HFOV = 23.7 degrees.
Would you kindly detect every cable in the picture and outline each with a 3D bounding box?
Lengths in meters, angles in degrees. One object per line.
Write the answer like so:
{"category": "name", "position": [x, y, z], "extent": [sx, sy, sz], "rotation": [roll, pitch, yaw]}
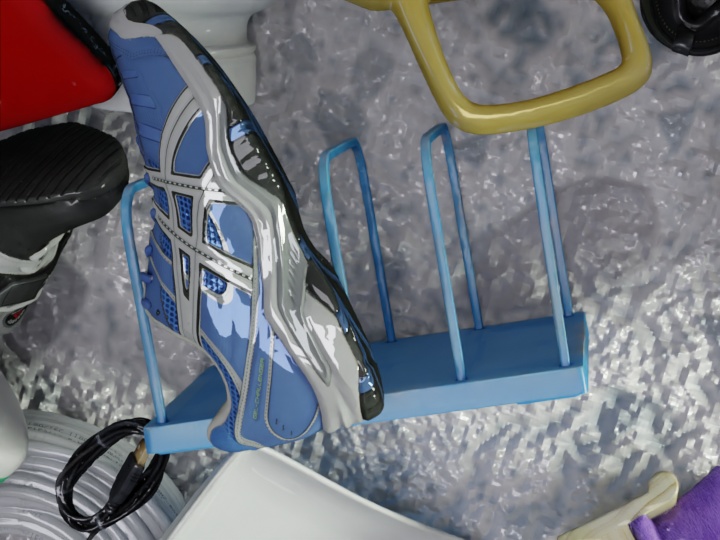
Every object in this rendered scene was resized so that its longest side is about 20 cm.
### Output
{"category": "cable", "position": [-0.176, 0.173, 0.904], "extent": [0.199, 0.069, 0.201], "rotation": [3, 102, 6]}

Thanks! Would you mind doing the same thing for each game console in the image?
{"category": "game console", "position": [-0.198, -0.163, 0.809], "extent": [0.199, 0.119, 0.172], "rotation": [-7, 135, 47]}

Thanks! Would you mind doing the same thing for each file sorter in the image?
{"category": "file sorter", "position": [0.000, 0.000, 0.812], "extent": [0.199, 0.139, 0.123], "rotation": [-9, 97, 9]}

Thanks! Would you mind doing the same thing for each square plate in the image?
{"category": "square plate", "position": [-0.054, 0.183, 0.857], "extent": [0.200, 0.028, 0.198], "rotation": [31, 102, -42]}

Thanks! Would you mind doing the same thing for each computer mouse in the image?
{"category": "computer mouse", "position": [-0.142, 0.158, 0.832], "extent": [0.058, 0.034, 0.201], "rotation": [24, 110, 3]}

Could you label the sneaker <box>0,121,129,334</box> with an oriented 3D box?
{"category": "sneaker", "position": [-0.174, -0.014, 0.844], "extent": [0.199, 0.074, 0.089], "rotation": [-8, 118, 41]}

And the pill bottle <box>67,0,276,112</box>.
{"category": "pill bottle", "position": [-0.089, -0.177, 0.797], "extent": [0.110, 0.111, 0.201], "rotation": [2, 102, 7]}

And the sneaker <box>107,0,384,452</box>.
{"category": "sneaker", "position": [-0.063, -0.017, 0.712], "extent": [0.077, 0.076, 0.201], "rotation": [-25, 87, 5]}

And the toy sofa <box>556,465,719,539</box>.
{"category": "toy sofa", "position": [0.180, 0.194, 0.821], "extent": [0.097, 0.083, 0.201], "rotation": [-27, 76, 5]}

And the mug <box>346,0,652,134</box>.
{"category": "mug", "position": [0.047, -0.170, 0.733], "extent": [0.152, 0.187, 0.150], "rotation": [-16, 139, -2]}

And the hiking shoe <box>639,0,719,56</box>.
{"category": "hiking shoe", "position": [0.184, -0.189, 0.765], "extent": [0.075, 0.101, 0.201], "rotation": [17, 103, 3]}

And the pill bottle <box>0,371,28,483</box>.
{"category": "pill bottle", "position": [-0.266, 0.108, 0.814], "extent": [0.200, 0.113, 0.113], "rotation": [-39, 95, 8]}
